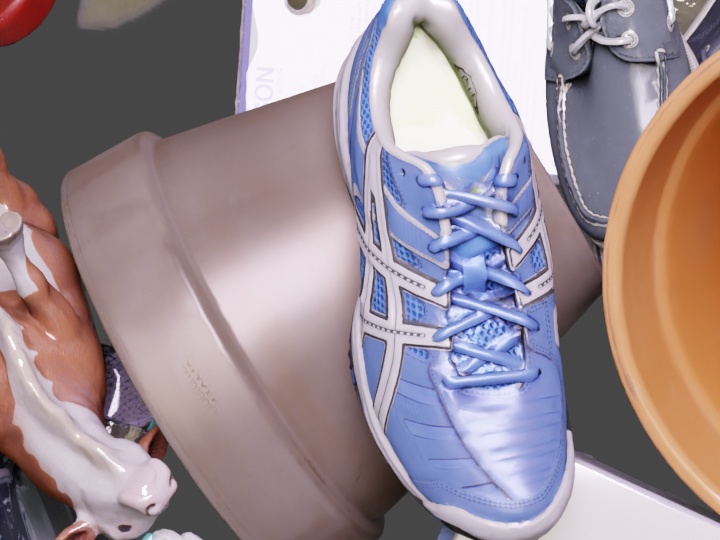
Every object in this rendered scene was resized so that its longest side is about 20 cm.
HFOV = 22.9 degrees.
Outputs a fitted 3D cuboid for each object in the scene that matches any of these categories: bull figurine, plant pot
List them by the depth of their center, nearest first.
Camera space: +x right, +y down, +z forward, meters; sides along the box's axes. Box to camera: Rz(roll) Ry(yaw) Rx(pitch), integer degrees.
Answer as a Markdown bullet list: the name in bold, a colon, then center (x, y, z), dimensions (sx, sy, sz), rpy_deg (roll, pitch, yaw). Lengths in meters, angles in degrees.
- **plant pot**: center (0.200, -0.007, 0.642), dimensions (0.198, 0.140, 0.202), rpy_deg (6, 106, 22)
- **bull figurine**: center (-0.133, 0.017, 0.679), dimensions (0.065, 0.122, 0.200), rpy_deg (-28, 45, -10)
- **plant pot**: center (0.000, 0.000, 0.735), dimensions (0.173, 0.200, 0.201), rpy_deg (-32, 85, 6)

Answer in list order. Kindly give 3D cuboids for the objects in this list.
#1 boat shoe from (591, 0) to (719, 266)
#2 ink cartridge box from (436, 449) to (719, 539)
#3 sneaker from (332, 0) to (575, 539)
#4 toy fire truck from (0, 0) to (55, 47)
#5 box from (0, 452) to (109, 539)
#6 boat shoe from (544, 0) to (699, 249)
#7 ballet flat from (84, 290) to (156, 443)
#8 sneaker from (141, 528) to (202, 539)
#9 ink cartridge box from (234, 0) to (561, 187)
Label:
- **boat shoe**: center (0.164, -0.069, 0.770), dimensions (0.074, 0.062, 0.201), rpy_deg (37, 78, -24)
- **ink cartridge box**: center (0.101, 0.119, 0.724), dimensions (0.135, 0.200, 0.077), rpy_deg (24, 90, 6)
- **sneaker**: center (0.029, -0.004, 0.615), dimensions (0.075, 0.077, 0.202), rpy_deg (-13, 74, -8)
- **toy fire truck**: center (-0.202, -0.214, 0.827), dimensions (0.167, 0.112, 0.201), rpy_deg (35, 91, 25)
- **box**: center (-0.165, 0.177, 0.754), dimensions (0.123, 0.197, 0.202), rpy_deg (-18, 86, 6)
- **boat shoe**: center (0.099, -0.109, 0.740), dimensions (0.072, 0.062, 0.202), rpy_deg (-7, 75, 35)
- **ballet flat**: center (-0.145, 0.025, 0.795), dimensions (0.199, 0.072, 0.073), rpy_deg (27, 91, 39)
- **sneaker**: center (-0.063, 0.132, 0.683), dimensions (0.075, 0.200, 0.089), rpy_deg (-42, 110, -15)
- **ink cartridge box**: center (0.046, -0.140, 0.819), dimensions (0.198, 0.041, 0.202), rpy_deg (4, 90, 6)
